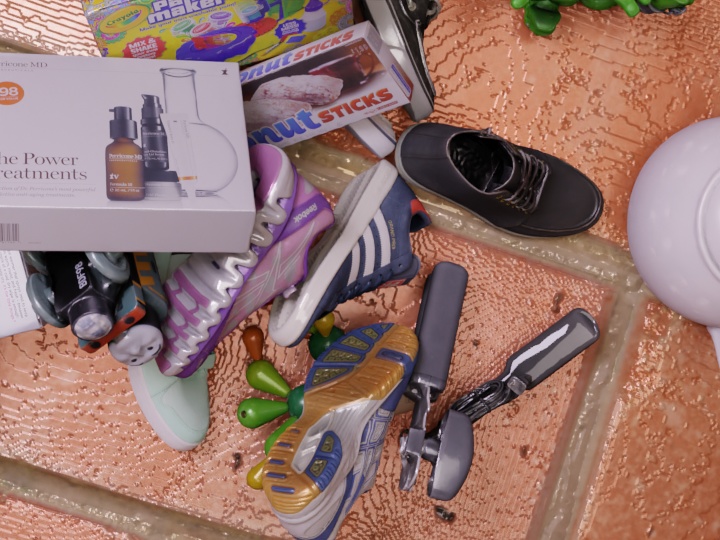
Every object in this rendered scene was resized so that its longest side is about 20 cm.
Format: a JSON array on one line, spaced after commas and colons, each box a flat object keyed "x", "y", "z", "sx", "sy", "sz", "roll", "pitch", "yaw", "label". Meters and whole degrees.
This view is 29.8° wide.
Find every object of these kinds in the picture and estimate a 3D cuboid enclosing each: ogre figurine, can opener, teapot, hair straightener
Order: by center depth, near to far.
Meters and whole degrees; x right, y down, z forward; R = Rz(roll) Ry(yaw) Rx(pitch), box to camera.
[{"x": 0.169, "y": -0.249, "z": 1.130, "sx": 0.198, "sy": 0.120, "sz": 0.099, "roll": -9, "pitch": 99, "yaw": -4, "label": "ogre figurine"}, {"x": 0.071, "y": 0.094, "z": 1.140, "sx": 0.066, "sy": 0.053, "sz": 0.201, "roll": 16, "pitch": 67, "yaw": -5, "label": "can opener"}, {"x": 0.328, "y": -0.036, "z": 1.147, "sx": 0.197, "sy": 0.146, "sz": 0.200, "roll": -41, "pitch": 97, "yaw": -2, "label": "teapot"}, {"x": 0.120, "y": 0.095, "z": 1.169, "sx": 0.199, "sy": 0.077, "sz": 0.041, "roll": -31, "pitch": 81, "yaw": -1, "label": "hair straightener"}]

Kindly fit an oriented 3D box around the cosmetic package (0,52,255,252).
[{"x": -0.182, "y": -0.087, "z": 0.982, "sx": 0.198, "sy": 0.052, "sz": 0.152, "roll": 0, "pitch": 50, "yaw": -14, "label": "cosmetic package"}]

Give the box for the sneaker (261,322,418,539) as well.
[{"x": -0.012, "y": 0.131, "z": 1.089, "sx": 0.200, "sy": 0.075, "sz": 0.089, "roll": -53, "pitch": 141, "yaw": -33, "label": "sneaker"}]

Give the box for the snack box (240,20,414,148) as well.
[{"x": -0.059, "y": -0.138, "z": 1.092, "sx": 0.199, "sy": 0.024, "sz": 0.072, "roll": -16, "pitch": 132, "yaw": 31, "label": "snack box"}]

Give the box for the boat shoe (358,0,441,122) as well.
[{"x": 0.034, "y": -0.227, "z": 1.141, "sx": 0.063, "sy": 0.071, "sz": 0.201, "roll": -20, "pitch": 94, "yaw": -3, "label": "boat shoe"}]

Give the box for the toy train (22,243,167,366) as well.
[{"x": -0.203, "y": -0.016, "z": 1.041, "sx": 0.085, "sy": 0.201, "sz": 0.114, "roll": -37, "pitch": 137, "yaw": 14, "label": "toy train"}]

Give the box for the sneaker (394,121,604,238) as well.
[{"x": 0.134, "y": -0.069, "z": 1.132, "sx": 0.199, "sy": 0.106, "sz": 0.075, "roll": 15, "pitch": 91, "yaw": -21, "label": "sneaker"}]

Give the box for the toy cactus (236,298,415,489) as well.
[{"x": -0.023, "y": 0.107, "z": 1.154, "sx": 0.164, "sy": 0.102, "sz": 0.202, "roll": -5, "pitch": 86, "yaw": -15, "label": "toy cactus"}]

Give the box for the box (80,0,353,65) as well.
[{"x": -0.127, "y": -0.268, "z": 1.060, "sx": 0.198, "sy": 0.122, "sz": 0.194, "roll": -16, "pitch": 66, "yaw": -4, "label": "box"}]

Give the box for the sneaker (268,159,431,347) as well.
[{"x": 0.000, "y": 0.000, "z": 1.119, "sx": 0.084, "sy": 0.075, "sz": 0.201, "roll": 44, "pitch": 56, "yaw": -16, "label": "sneaker"}]

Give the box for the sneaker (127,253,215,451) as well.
[{"x": -0.129, "y": 0.048, "z": 1.118, "sx": 0.117, "sy": 0.074, "sz": 0.202, "roll": -8, "pitch": 93, "yaw": 28, "label": "sneaker"}]

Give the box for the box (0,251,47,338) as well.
[{"x": -0.361, "y": -0.032, "z": 1.099, "sx": 0.175, "sy": 0.097, "sz": 0.202, "roll": -15, "pitch": 95, "yaw": -5, "label": "box"}]

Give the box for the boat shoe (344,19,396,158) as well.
[{"x": -0.027, "y": -0.187, "z": 1.141, "sx": 0.070, "sy": 0.071, "sz": 0.200, "roll": -41, "pitch": 90, "yaw": 1, "label": "boat shoe"}]

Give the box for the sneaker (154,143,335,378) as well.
[{"x": -0.087, "y": 0.004, "z": 1.050, "sx": 0.088, "sy": 0.081, "sz": 0.201, "roll": 23, "pitch": 106, "yaw": -39, "label": "sneaker"}]
